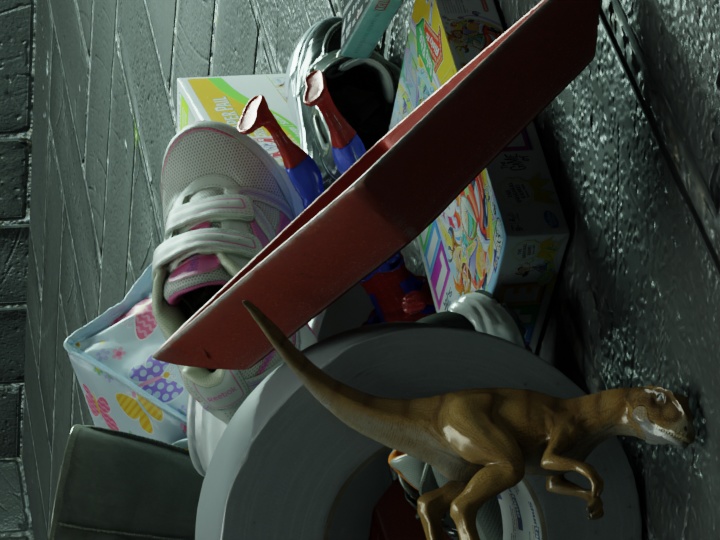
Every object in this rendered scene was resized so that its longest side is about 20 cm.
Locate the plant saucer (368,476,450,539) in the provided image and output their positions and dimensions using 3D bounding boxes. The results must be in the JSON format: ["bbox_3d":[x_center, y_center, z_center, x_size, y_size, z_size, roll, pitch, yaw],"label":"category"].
[{"bbox_3d":[0.033,0.250,1.519,0.201,0.036,0.201,-109,21,-51],"label":"plant saucer"}]

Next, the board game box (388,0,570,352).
[{"bbox_3d":[0.059,-0.048,1.339,0.135,0.034,0.201,101,161,-47],"label":"board game box"}]

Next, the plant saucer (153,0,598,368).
[{"bbox_3d":[0.016,-0.039,1.160,0.037,0.200,0.199,48,141,-3],"label":"plant saucer"}]

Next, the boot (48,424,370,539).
[{"bbox_3d":[-0.100,0.197,1.589,0.073,0.198,0.184,119,157,-79],"label":"boot"}]

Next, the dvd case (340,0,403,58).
[{"bbox_3d":[0.017,-0.238,1.428,0.146,0.022,0.202,127,147,-71],"label":"dvd case"}]

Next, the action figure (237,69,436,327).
[{"bbox_3d":[0.000,0.000,1.393,0.201,0.065,0.099,57,-156,-29],"label":"action figure"}]

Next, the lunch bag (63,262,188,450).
[{"bbox_3d":[-0.089,0.115,1.700,0.199,0.127,0.170,30,150,29],"label":"lunch bag"}]

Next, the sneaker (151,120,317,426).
[{"bbox_3d":[-0.074,-0.002,1.393,0.088,0.081,0.201,39,-150,-57],"label":"sneaker"}]

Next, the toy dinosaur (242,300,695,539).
[{"bbox_3d":[0.045,0.075,1.104,0.060,0.198,0.107,40,-125,-83],"label":"toy dinosaur"}]

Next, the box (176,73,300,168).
[{"bbox_3d":[-0.058,-0.052,1.693,0.200,0.100,0.113,-122,31,-64],"label":"box"}]

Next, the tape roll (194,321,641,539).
[{"bbox_3d":[0.027,0.125,1.158,0.066,0.198,0.202,-179,86,-76],"label":"tape roll"}]

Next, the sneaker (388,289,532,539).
[{"bbox_3d":[0.058,0.115,1.250,0.074,0.079,0.202,3,111,71],"label":"sneaker"}]

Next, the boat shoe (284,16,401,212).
[{"bbox_3d":[-0.001,-0.098,1.503,0.201,0.072,0.071,-93,27,-50],"label":"boat shoe"}]

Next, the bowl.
[{"bbox_3d":[-0.045,0.082,1.506,0.201,0.090,0.203,6,-90,-72],"label":"bowl"}]
